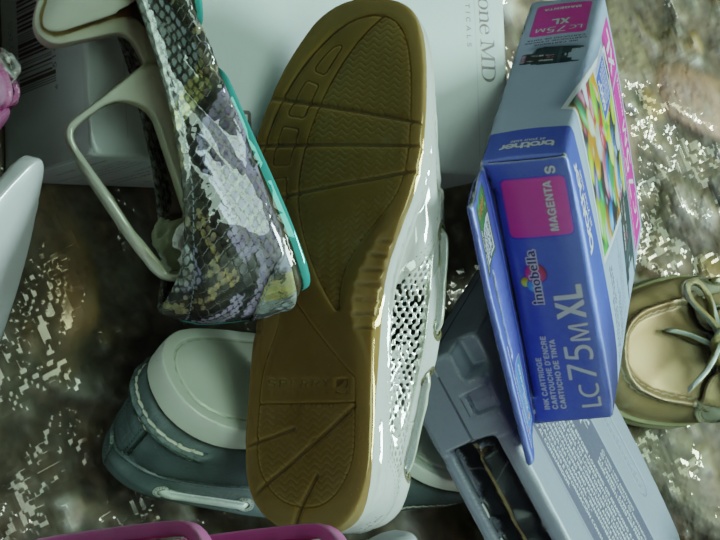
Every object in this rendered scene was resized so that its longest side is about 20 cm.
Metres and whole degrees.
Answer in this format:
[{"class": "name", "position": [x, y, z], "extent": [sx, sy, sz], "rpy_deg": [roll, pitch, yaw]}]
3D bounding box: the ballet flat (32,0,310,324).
[{"class": "ballet flat", "position": [-0.077, -0.074, 0.735], "extent": [0.072, 0.072, 0.201], "rpy_deg": [-20, 95, -35]}]

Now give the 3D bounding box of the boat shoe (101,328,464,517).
[{"class": "boat shoe", "position": [-0.019, 0.071, 0.860], "extent": [0.200, 0.062, 0.073], "rpy_deg": [13, 39, -44]}]

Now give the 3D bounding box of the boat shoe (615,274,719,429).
[{"class": "boat shoe", "position": [0.190, 0.034, 0.997], "extent": [0.200, 0.063, 0.074], "rpy_deg": [-5, 86, -34]}]

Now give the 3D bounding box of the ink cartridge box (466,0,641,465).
[{"class": "ink cartridge box", "position": [0.085, -0.022, 0.868], "extent": [0.200, 0.042, 0.120], "rpy_deg": [-65, 146, -58]}]

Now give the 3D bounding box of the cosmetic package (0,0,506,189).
[{"class": "cosmetic package", "position": [-0.040, -0.089, 0.846], "extent": [0.200, 0.081, 0.113], "rpy_deg": [-2, 86, -33]}]

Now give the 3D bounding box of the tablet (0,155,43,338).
[{"class": "tablet", "position": [-0.167, 0.060, 0.693], "extent": [0.014, 0.130, 0.200], "rpy_deg": [30, 50, 4]}]

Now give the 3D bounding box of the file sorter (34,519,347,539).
[{"class": "file sorter", "position": [0.001, 0.146, 0.635], "extent": [0.200, 0.139, 0.126], "rpy_deg": [12, 75, -32]}]

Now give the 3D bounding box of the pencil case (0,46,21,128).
[{"class": "pencil case", "position": [-0.188, -0.130, 0.752], "extent": [0.086, 0.083, 0.200], "rpy_deg": [-20, 93, -34]}]

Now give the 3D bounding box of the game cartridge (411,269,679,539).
[{"class": "game cartridge", "position": [0.091, 0.099, 0.897], "extent": [0.200, 0.041, 0.133], "rpy_deg": [62, 27, -11]}]

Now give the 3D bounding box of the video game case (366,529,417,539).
[{"class": "video game case", "position": [-0.025, 0.213, 0.703], "extent": [0.182, 0.023, 0.201], "rpy_deg": [-21, 97, -34]}]

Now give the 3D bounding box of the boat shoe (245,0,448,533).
[{"class": "boat shoe", "position": [0.000, 0.000, 0.794], "extent": [0.069, 0.071, 0.201], "rpy_deg": [17, 80, -60]}]
